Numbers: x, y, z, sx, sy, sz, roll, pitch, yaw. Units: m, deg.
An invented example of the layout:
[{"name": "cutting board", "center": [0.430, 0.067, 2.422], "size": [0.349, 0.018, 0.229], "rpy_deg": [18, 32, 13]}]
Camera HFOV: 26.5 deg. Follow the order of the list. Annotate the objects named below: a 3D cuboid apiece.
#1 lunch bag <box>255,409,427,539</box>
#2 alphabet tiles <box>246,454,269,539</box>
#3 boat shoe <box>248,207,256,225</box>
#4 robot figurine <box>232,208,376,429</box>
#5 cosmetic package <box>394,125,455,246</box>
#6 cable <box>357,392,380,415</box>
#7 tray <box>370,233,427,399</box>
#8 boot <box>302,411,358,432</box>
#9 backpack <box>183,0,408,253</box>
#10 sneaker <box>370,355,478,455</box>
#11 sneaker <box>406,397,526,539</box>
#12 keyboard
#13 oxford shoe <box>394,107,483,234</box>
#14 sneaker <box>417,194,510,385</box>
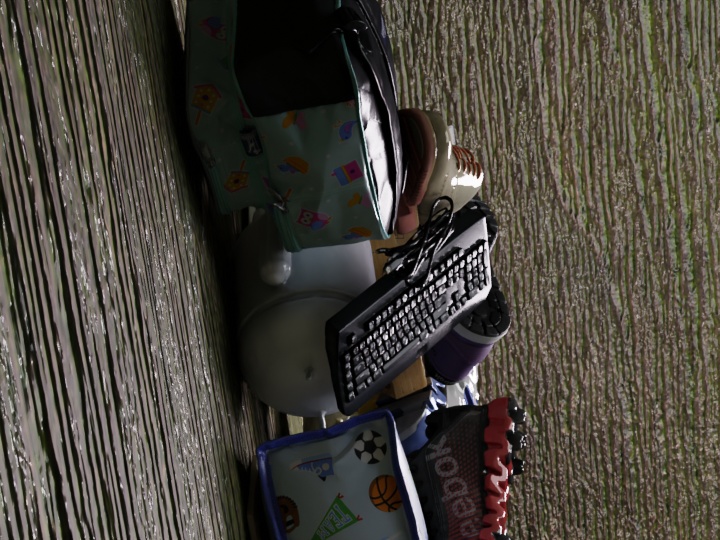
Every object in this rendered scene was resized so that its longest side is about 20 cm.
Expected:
[{"name": "lunch bag", "center": [-0.005, 0.224, 1.112], "size": [0.170, 0.122, 0.202], "rpy_deg": [80, -6, -75]}, {"name": "alphabet tiles", "center": [-0.064, 0.249, 1.137], "size": [0.167, 0.006, 0.202], "rpy_deg": [-96, 177, -71]}, {"name": "boat shoe", "center": [-0.069, -0.012, 1.350], "size": [0.201, 0.061, 0.076], "rpy_deg": [-96, 178, -59]}, {"name": "robot figurine", "center": [-0.041, 0.029, 1.175], "size": [0.170, 0.112, 0.201], "rpy_deg": [59, 17, -44]}, {"name": "cosmetic package", "center": [-0.007, -0.077, 1.428], "size": [0.071, 0.198, 0.106], "rpy_deg": [-29, 116, -53]}, {"name": "cable", "center": [-0.014, 0.169, 1.344], "size": [0.199, 0.050, 0.098], "rpy_deg": [-29, 122, -43]}, {"name": "tray", "center": [0.000, 0.000, 1.294], "size": [0.098, 0.037, 0.202], "rpy_deg": [19, -55, 60]}, {"name": "boot", "center": [0.007, 0.128, 1.458], "size": [0.072, 0.200, 0.155], "rpy_deg": [38, 23, -11]}, {"name": "backpack", "center": [-0.043, -0.112, 1.074], "size": [0.201, 0.152, 0.177], "rpy_deg": [65, 13, -46]}, {"name": "sneaker", "center": [0.075, 0.119, 1.363], "size": [0.116, 0.080, 0.200], "rpy_deg": [56, 36, -26]}, {"name": "sneaker", "center": [0.074, 0.188, 1.189], "size": [0.071, 0.097, 0.202], "rpy_deg": [81, 16, -53]}, {"name": "keyboard", "center": [0.046, 0.020, 1.129], "size": [0.200, 0.039, 0.105], "rpy_deg": [-39, 125, -43]}, {"name": "oxford shoe", "center": [0.058, -0.085, 1.190], "size": [0.200, 0.073, 0.072], "rpy_deg": [105, -30, -79]}, {"name": "sneaker", "center": [0.069, 0.009, 1.298], "size": [0.201, 0.075, 0.088], "rpy_deg": [-91, -156, -49]}]
